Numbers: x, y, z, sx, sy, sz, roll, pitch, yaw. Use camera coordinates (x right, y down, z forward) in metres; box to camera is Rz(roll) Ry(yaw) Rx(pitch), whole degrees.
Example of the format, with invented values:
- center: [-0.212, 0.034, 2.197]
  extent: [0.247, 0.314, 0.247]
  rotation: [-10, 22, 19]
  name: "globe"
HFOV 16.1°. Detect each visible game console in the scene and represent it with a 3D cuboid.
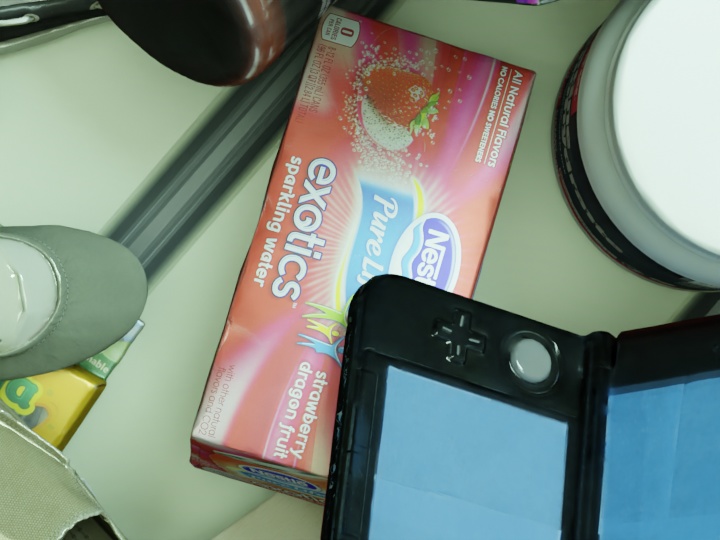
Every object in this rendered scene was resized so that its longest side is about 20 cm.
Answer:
- center: [0.085, 0.093, 0.983]
  extent: [0.172, 0.119, 0.200]
  rotation: [19, 60, -21]
  name: "game console"

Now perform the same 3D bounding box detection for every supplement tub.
- center: [0.156, -0.062, 1.077]
  extent: [0.140, 0.200, 0.141]
  rotation: [0, 89, 0]
  name: "supplement tub"
- center: [-0.023, -0.176, 1.087]
  extent: [0.107, 0.107, 0.200]
  rotation: [43, 62, 0]
  name: "supplement tub"

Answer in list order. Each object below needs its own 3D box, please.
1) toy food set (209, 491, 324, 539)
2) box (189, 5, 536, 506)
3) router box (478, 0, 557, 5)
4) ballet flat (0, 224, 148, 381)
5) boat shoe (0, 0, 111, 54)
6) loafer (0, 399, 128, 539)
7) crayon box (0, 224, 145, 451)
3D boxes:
- center: [-0.047, 0.198, 1.149]
  extent: [0.200, 0.060, 0.144]
  rotation: [-36, 79, -3]
  name: "toy food set"
- center: [0.000, 0.000, 1.111]
  extent: [0.099, 0.095, 0.200]
  rotation: [17, 78, -1]
  name: "box"
- center: [0.079, -0.152, 1.013]
  extent: [0.200, 0.149, 0.051]
  rotation: [-21, 113, -41]
  name: "router box"
- center: [-0.192, 0.015, 1.089]
  extent: [0.199, 0.064, 0.068]
  rotation: [-2, 89, 0]
  name: "ballet flat"
- center: [-0.108, -0.152, 1.144]
  extent: [0.199, 0.060, 0.074]
  rotation: [-17, 83, -4]
  name: "boat shoe"
- center: [-0.144, 0.105, 1.070]
  extent: [0.200, 0.068, 0.076]
  rotation: [41, 77, -19]
  name: "loafer"
- center: [-0.204, 0.072, 1.146]
  extent: [0.126, 0.052, 0.200]
  rotation: [34, 88, 0]
  name: "crayon box"
